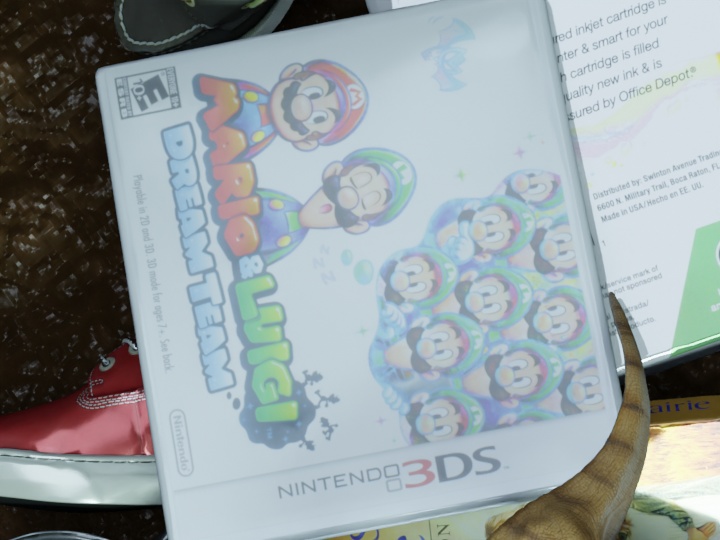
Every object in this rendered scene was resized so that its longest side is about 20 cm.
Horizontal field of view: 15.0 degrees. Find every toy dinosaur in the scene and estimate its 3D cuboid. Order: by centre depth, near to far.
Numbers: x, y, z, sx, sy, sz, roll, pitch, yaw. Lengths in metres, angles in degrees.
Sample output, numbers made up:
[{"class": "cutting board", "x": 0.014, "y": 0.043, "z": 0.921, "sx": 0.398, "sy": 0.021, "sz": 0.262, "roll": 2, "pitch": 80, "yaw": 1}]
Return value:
[{"class": "toy dinosaur", "x": 0.075, "y": 0.102, "z": 0.980, "sx": 0.106, "sy": 0.060, "sz": 0.200, "roll": 44, "pitch": 68, "yaw": 3}]

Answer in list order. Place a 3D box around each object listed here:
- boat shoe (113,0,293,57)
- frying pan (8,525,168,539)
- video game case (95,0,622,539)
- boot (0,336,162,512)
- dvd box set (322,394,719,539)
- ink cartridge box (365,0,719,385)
[{"class": "boat shoe", "x": -0.048, "y": -0.141, "z": 1.111, "sx": 0.202, "sy": 0.060, "sz": 0.072, "roll": -32, "pitch": 75, "yaw": 46}, {"class": "frying pan", "x": -0.086, "y": 0.146, "z": 1.120, "sx": 0.190, "sy": 0.031, "sz": 0.115, "roll": -24, "pitch": 109, "yaw": 26}, {"class": "video game case", "x": 0.000, "y": 0.000, "z": 1.065, "sx": 0.181, "sy": 0.024, "sz": 0.201, "roll": -11, "pitch": 78, "yaw": 4}, {"class": "boot", "x": -0.087, "y": 0.029, "z": 1.152, "sx": 0.199, "sy": 0.072, "sz": 0.145, "roll": -3, "pitch": 85, "yaw": -1}, {"class": "dvd box set", "x": 0.074, "y": 0.127, "z": 1.090, "sx": 0.199, "sy": 0.029, "sz": 0.147, "roll": -4, "pitch": 106, "yaw": 4}, {"class": "ink cartridge box", "x": 0.099, "y": -0.057, "z": 1.124, "sx": 0.144, "sy": 0.084, "sz": 0.201, "roll": -20, "pitch": 83, "yaw": 7}]
